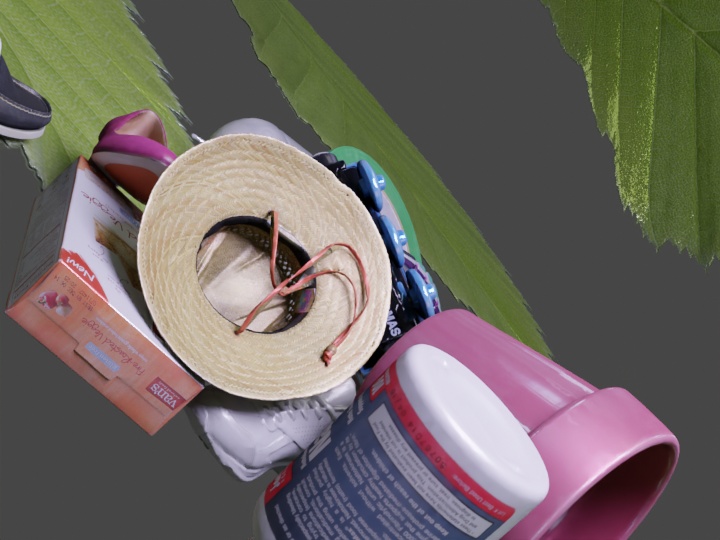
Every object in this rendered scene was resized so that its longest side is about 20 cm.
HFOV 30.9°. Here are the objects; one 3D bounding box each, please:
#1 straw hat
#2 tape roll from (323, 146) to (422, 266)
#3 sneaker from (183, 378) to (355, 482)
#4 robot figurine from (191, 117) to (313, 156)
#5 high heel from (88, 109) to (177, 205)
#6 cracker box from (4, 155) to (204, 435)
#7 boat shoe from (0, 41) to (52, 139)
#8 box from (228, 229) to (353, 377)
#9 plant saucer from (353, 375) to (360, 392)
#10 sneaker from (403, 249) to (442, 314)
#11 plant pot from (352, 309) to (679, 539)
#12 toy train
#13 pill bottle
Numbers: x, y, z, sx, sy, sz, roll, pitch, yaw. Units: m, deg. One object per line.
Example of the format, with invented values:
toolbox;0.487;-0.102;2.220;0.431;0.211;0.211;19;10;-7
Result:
straw hat;-0.083;0.008;0.940;0.201;0.202;0.085;45;-30;-15
tape roll;-0.005;-0.023;1.320;0.200;0.048;0.202;39;42;-47
sneaker;-0.055;0.105;0.976;0.078;0.099;0.200;54;13;26
robot figurine;-0.098;-0.089;1.397;0.169;0.114;0.200;14;-14;41
high heel;-0.169;-0.104;1.035;0.067;0.096;0.199;45;-19;-25
cracker box;-0.177;0.011;0.936;0.134;0.058;0.200;45;13;-24
boat shoe;-0.306;-0.164;1.013;0.200;0.068;0.072;35;16;-52
box;-0.077;0.016;1.063;0.069;0.081;0.201;-116;-175;-53
plant saucer;-0.043;0.054;1.341;0.200;0.034;0.200;46;11;-12
sneaker;0.046;0.060;1.229;0.200;0.074;0.088;51;28;-35
plant pot;0.094;0.133;0.922;0.179;0.201;0.200;43;8;27
toy train;0.000;0.000;1.088;0.114;0.086;0.201;91;-23;-67
pill bottle;0.005;0.153;0.785;0.119;0.200;0.120;42;14;-13
